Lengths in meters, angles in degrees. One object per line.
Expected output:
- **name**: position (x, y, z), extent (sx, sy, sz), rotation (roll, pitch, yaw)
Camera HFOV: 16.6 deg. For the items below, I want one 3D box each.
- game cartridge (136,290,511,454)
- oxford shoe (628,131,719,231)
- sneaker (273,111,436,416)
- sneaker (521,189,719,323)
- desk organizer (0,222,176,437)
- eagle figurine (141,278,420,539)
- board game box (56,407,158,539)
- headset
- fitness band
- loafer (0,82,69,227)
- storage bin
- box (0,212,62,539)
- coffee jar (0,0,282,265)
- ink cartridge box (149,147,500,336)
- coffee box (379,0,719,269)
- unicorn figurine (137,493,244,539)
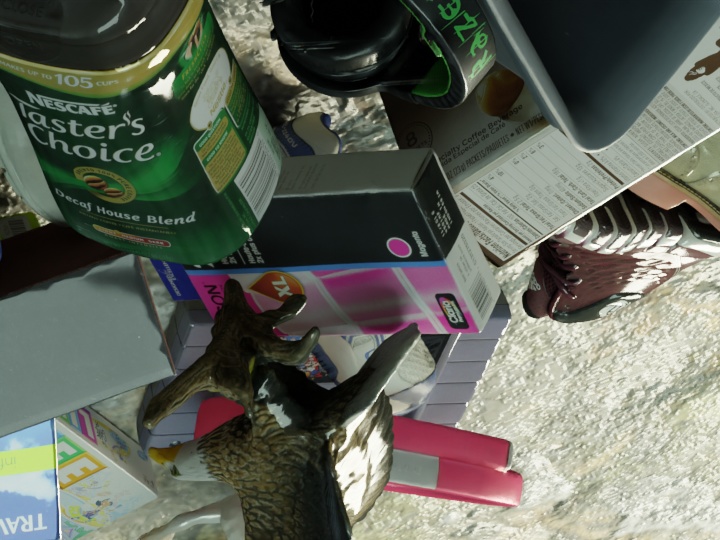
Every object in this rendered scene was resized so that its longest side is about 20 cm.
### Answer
- **game cartridge**: position (-0.021, 0.058, 1.440), extent (0.199, 0.039, 0.130), rotation (-1, 145, -21)
- **oxford shoe**: position (0.214, -0.060, 1.352), extent (0.199, 0.071, 0.074), rotation (17, 129, -38)
- **sneaker**: position (0.000, 0.000, 1.316), extent (0.088, 0.075, 0.200), rotation (-32, 129, 10)
- **sneaker**: position (0.109, -0.014, 1.366), extent (0.199, 0.076, 0.115), rotation (14, 137, -37)
- **desk organizer**: position (-0.200, 0.040, 1.217), extent (0.199, 0.077, 0.072), rotation (-20, 115, -8)
- **eagle figurine**: position (-0.038, 0.109, 1.220), extent (0.151, 0.151, 0.201), rotation (-28, 117, -22)
- **board game box**: position (-0.225, 0.108, 1.417), extent (0.134, 0.034, 0.200), rotation (-28, 142, 14)
- **headset**: position (-0.031, -0.121, 1.076), extent (0.094, 0.200, 0.124), rotation (-50, 134, -13)
- **fitness band**: position (0.001, 0.102, 1.391), extent (0.199, 0.038, 0.143), rotation (15, 171, -37)
- **loafer**: position (-0.146, -0.093, 1.160), extent (0.069, 0.070, 0.200), rotation (-11, 144, 5)
- **storage bin**: position (0.067, -0.175, 1.080), extent (0.146, 0.134, 0.200), rotation (-50, 144, -10)
- **box**: position (-0.222, 0.074, 1.298), extent (0.121, 0.048, 0.201), rotation (-7, 115, -14)
- **coffee jar**: position (-0.104, -0.087, 1.058), extent (0.104, 0.086, 0.200), rotation (14, 154, 20)
- **ink cartridge box**: position (-0.037, -0.011, 1.218), extent (0.199, 0.037, 0.095), rotation (0, 134, 33)
- **coffee box**: position (0.113, -0.108, 1.211), extent (0.199, 0.115, 0.080), rotation (-32, 142, 20)
- **unicorn figurine**: position (-0.061, 0.164, 1.508), extent (0.137, 0.074, 0.200), rotation (-26, 180, 13)
